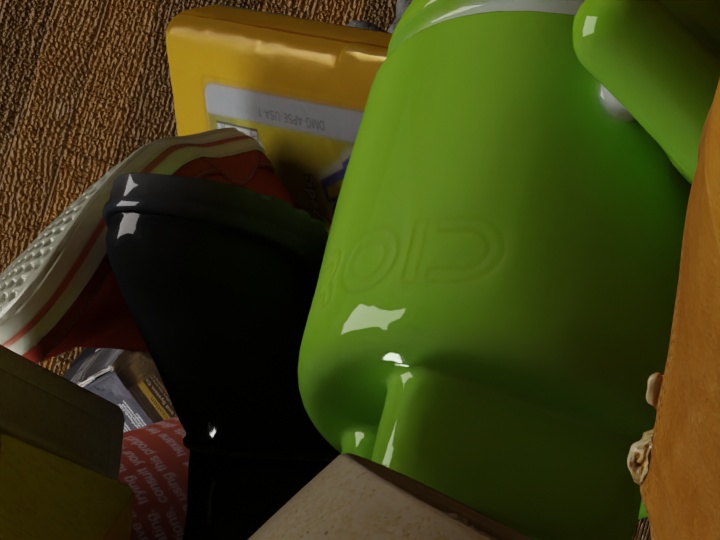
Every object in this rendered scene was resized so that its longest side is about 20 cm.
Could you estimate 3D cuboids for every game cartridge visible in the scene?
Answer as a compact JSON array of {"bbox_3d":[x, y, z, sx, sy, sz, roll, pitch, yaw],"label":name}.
[{"bbox_3d":[0.000,0.000,0.815,0.200,0.032,0.176,18,119,55],"label":"game cartridge"}]

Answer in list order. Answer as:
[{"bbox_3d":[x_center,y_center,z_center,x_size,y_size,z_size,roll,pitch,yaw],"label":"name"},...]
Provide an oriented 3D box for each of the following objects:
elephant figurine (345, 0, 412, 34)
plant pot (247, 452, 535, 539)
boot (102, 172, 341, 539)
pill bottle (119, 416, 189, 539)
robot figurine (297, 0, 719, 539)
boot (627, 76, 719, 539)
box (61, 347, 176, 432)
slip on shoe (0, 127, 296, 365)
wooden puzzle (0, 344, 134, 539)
[{"bbox_3d":[0.056,-0.046,0.842,0.142,0.155,0.200,-51,-2,-20],"label":"elephant figurine"},{"bbox_3d":[-0.007,0.151,0.505,0.200,0.187,0.187,-62,1,-2],"label":"plant pot"},{"bbox_3d":[-0.044,0.092,0.654,0.165,0.066,0.200,48,-129,-58],"label":"boot"},{"bbox_3d":[-0.082,0.113,0.774,0.112,0.200,0.112,36,134,50],"label":"pill bottle"},{"bbox_3d":[0.051,-0.009,0.625,0.175,0.116,0.200,119,167,-61],"label":"robot figurine"},{"bbox_3d":[0.085,0.012,0.373,0.201,0.071,0.144,-70,-10,-69],"label":"boot"},{"bbox_3d":[-0.032,0.087,0.975,0.049,0.200,0.161,-29,16,28],"label":"box"},{"bbox_3d":[-0.065,-0.002,0.737,0.074,0.061,0.200,-42,-4,19],"label":"slip on shoe"},{"bbox_3d":[-0.103,0.109,0.603,0.200,0.037,0.185,49,-137,-69],"label":"wooden puzzle"}]
